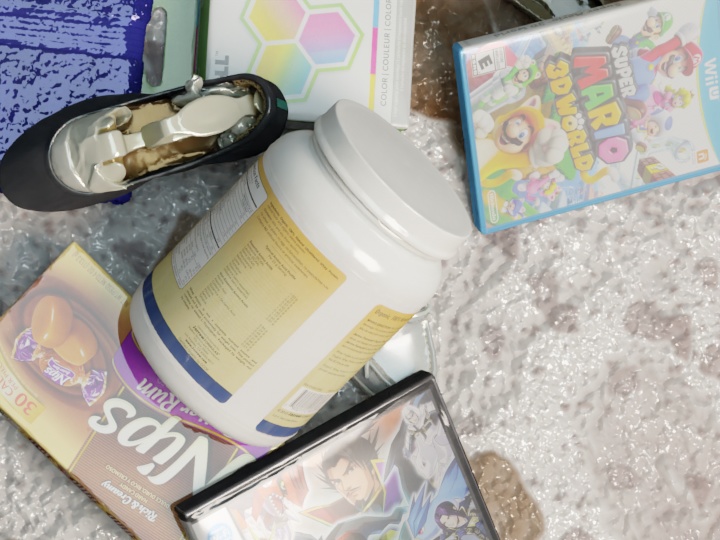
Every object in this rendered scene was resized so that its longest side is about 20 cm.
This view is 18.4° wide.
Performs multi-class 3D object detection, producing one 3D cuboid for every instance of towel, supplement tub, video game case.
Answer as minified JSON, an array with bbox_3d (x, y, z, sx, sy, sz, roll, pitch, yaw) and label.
[{"bbox_3d":[-0.218,-0.147,1.516,0.146,0.050,0.202,5,84,-4],"label":"towel"},{"bbox_3d":[-0.038,0.001,1.444,0.144,0.144,0.200,44,107,-5],"label":"supplement tub"},{"bbox_3d":[0.168,-0.116,1.571,0.198,0.018,0.144,-15,117,-12],"label":"video game case"},{"bbox_3d":[-0.004,0.194,1.508,0.199,0.025,0.182,-28,106,-17],"label":"video game case"}]

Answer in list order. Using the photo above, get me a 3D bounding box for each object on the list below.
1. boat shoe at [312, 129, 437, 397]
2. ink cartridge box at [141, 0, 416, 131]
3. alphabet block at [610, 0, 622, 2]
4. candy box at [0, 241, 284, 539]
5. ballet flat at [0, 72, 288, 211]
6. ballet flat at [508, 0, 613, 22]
[{"bbox_3d":[0.001,-0.001,1.536,0.074,0.065,0.203,-19,89,-13],"label":"boat shoe"},{"bbox_3d":[-0.064,-0.154,1.539,0.198,0.059,0.105,4,86,-11],"label":"ink cartridge box"},{"bbox_3d":[0.225,-0.328,1.544,0.196,0.200,0.196,-35,92,-13],"label":"alphabet block"},{"bbox_3d":[-0.163,0.092,1.499,0.200,0.056,0.117,44,78,-4],"label":"candy box"},{"bbox_3d":[-0.143,-0.089,1.459,0.198,0.073,0.074,-15,88,-7],"label":"ballet flat"},{"bbox_3d":[0.135,-0.202,1.590,0.067,0.046,0.200,-45,95,-4],"label":"ballet flat"}]
